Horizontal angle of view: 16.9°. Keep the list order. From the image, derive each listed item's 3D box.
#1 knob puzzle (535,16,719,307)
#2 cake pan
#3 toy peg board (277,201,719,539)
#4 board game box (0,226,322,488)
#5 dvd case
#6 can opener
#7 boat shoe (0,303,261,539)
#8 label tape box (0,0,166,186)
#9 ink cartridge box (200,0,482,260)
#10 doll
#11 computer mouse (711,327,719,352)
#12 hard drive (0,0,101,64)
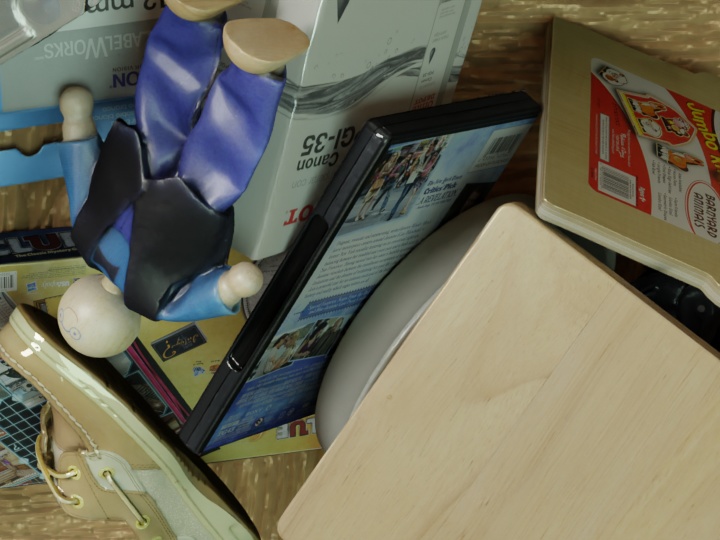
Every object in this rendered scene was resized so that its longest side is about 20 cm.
[{"bbox_3d":[0.177,-0.036,1.215,0.219,0.220,0.031,11,128,-25],"label":"knob puzzle"},{"bbox_3d":[0.051,0.041,1.252,0.200,0.037,0.201,-36,150,-24],"label":"cake pan"},{"bbox_3d":[0.102,0.103,1.172,0.199,0.098,0.200,38,103,12],"label":"toy peg board"},{"bbox_3d":[-0.108,0.040,1.261,0.199,0.035,0.136,-5,119,-18],"label":"board game box"},{"bbox_3d":[0.000,0.000,1.182,0.142,0.018,0.200,-15,143,-55],"label":"dvd case"},{"bbox_3d":[0.132,0.086,1.304,0.063,0.079,0.201,28,88,13],"label":"can opener"},{"bbox_3d":[-0.126,0.098,1.221,0.066,0.074,0.200,-40,124,-1],"label":"boat shoe"},{"bbox_3d":[-0.155,-0.119,1.136,0.143,0.066,0.201,-9,119,-15],"label":"label tape box"},{"bbox_3d":[-0.014,-0.119,1.142,0.146,0.083,0.201,-19,131,-52],"label":"ink cartridge box"},{"bbox_3d":[-0.092,-0.041,1.095,0.048,0.136,0.200,-23,147,-48],"label":"doll"},{"bbox_3d":[0.253,-0.019,1.351,0.200,0.046,0.140,-44,161,33],"label":"computer mouse"},{"bbox_3d":[-0.222,-0.132,1.054,0.199,0.038,0.140,-27,110,24],"label":"hard drive"}]
